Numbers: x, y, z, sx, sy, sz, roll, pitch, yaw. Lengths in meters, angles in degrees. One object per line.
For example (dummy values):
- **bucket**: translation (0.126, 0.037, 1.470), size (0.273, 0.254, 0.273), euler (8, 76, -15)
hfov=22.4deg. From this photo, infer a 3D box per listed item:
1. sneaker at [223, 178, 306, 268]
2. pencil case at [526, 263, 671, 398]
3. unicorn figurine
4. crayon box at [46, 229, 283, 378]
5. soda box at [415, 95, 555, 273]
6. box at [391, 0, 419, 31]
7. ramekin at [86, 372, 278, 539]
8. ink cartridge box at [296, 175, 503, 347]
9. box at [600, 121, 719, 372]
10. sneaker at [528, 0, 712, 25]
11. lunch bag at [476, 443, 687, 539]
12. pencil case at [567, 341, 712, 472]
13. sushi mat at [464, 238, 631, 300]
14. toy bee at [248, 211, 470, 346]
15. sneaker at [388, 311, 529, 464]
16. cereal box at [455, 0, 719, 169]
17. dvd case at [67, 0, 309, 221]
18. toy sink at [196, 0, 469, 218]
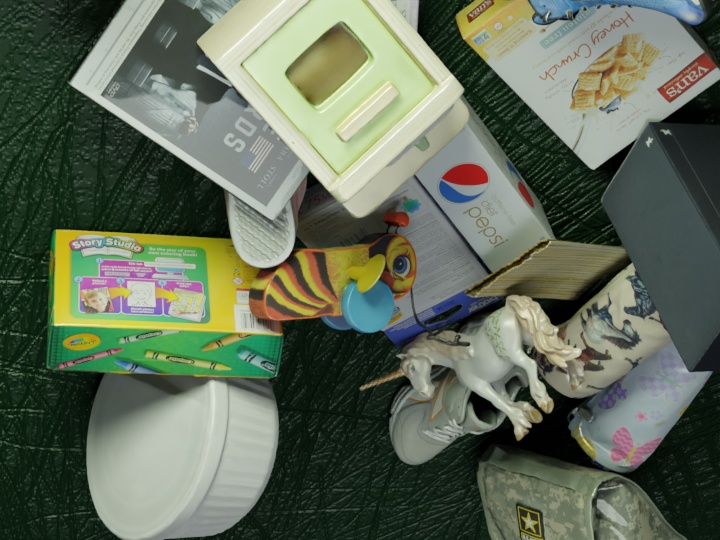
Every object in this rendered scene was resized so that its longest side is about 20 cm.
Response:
- **sneaker**: translation (-0.083, -0.111, 1.516), size (0.075, 0.105, 0.202), euler (-1, 104, 0)
- **pencil case**: translation (0.242, 0.045, 1.701), size (0.089, 0.078, 0.200), euler (45, 130, -3)
- **unicorn figurine**: translation (0.117, 0.087, 1.652), size (0.137, 0.074, 0.200), euler (47, 125, 7)
- **crayon box**: translation (-0.171, 0.029, 1.580), size (0.198, 0.119, 0.059), euler (3, 133, -11)
- **soda box**: translation (0.098, -0.080, 1.577), size (0.063, 0.068, 0.200), euler (-29, 132, 13)
- **box**: translation (0.025, -0.241, 1.428), size (0.038, 0.042, 0.201), euler (-5, 133, -7)
- **ramekin**: translation (-0.158, 0.150, 1.659), size (0.094, 0.203, 0.203), euler (14, 130, -39)
- **ink cartridge box**: translation (0.033, -0.019, 1.641), size (0.119, 0.042, 0.200), euler (-27, 130, 16)
- **box**: translation (0.337, -0.023, 1.572), size (0.181, 0.201, 0.104), euler (1, 138, -27)
- **sneaker**: translation (0.175, -0.229, 1.403), size (0.199, 0.079, 0.090), euler (23, 119, 11)
- **lunch bag**: translation (0.220, 0.260, 1.851), size (0.200, 0.163, 0.118), euler (47, 68, -35)
- **pencil case**: translation (0.284, 0.106, 1.789), size (0.090, 0.083, 0.201), euler (31, 125, 0)
- **sushi mat**: translation (0.180, 0.001, 1.643), size (0.095, 0.012, 0.199), euler (-36, 159, 28)
- **toy bee**: translation (0.000, 0.000, 1.566), size (0.130, 0.110, 0.199), euler (4, 176, 42)
- **sneaker**: translation (0.093, 0.133, 1.763), size (0.075, 0.092, 0.200), euler (16, 128, -26)
- **cereal box**: translation (0.194, -0.186, 1.517), size (0.144, 0.040, 0.200), euler (-36, 130, 19)
- **dvd case**: translation (-0.106, -0.153, 1.427), size (0.199, 0.025, 0.151), euler (34, 96, -20)
- **toy sink**: translation (-0.007, -0.136, 1.383), size (0.130, 0.112, 0.200), euler (-41, 111, 1)
